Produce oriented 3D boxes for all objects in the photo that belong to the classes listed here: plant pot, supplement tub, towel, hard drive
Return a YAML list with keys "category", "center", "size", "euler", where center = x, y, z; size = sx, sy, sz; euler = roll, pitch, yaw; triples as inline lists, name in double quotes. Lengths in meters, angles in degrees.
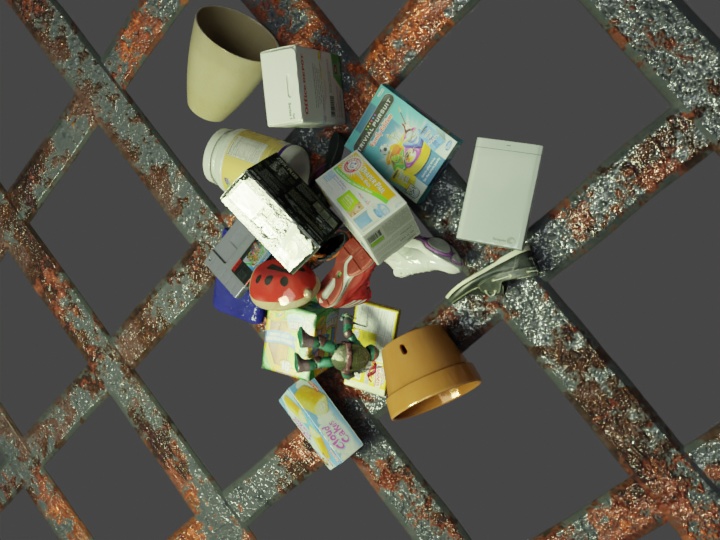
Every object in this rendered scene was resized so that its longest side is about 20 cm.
- category: "plant pot"
  center: [0.130, 0.201, 1.506]
  size: [0.199, 0.199, 0.141]
  euler: [-31, 70, 26]
- category: "supplement tub"
  center: [-0.225, -0.222, 1.605]
  size: [0.198, 0.145, 0.147]
  euler: [20, 107, 20]
- category: "towel"
  center: [-0.267, 0.011, 1.725]
  size: [0.147, 0.049, 0.202]
  euler: [19, 105, 24]
- category: "hard drive"
  center: [0.269, -0.149, 1.428]
  size: [0.131, 0.027, 0.202]
  euler: [12, 90, 22]
- category: "plant pot"
  center: [-0.299, -0.429, 1.597]
  size: [0.187, 0.187, 0.200]
  euler: [45, 128, 11]

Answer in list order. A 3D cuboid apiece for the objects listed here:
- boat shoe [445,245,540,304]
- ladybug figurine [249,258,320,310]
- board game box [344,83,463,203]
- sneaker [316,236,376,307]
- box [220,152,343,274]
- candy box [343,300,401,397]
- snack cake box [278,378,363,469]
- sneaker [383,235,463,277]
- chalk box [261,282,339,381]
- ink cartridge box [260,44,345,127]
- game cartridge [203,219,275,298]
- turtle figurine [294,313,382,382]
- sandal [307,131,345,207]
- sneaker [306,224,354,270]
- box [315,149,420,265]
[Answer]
- category: "boat shoe"
  center: [0.259, 0.024, 1.468]
  size: [0.199, 0.072, 0.068]
  euler: [-29, 83, 24]
- category: "ladybug figurine"
  center: [-0.165, 0.024, 1.561]
  size: [0.199, 0.136, 0.072]
  euler: [11, 131, 47]
- category: "board game box"
  center: [0.085, -0.258, 1.509]
  size: [0.200, 0.047, 0.152]
  euler: [39, 113, 13]
- category: "sneaker"
  center: [0.000, 0.000, 1.566]
  size: [0.200, 0.115, 0.079]
  euler: [-46, 61, 19]
- category: "box"
  center: [-0.149, -0.115, 1.438]
  size: [0.200, 0.164, 0.086]
  euler: [46, 115, -5]
- category: "candy box"
  center: [0.025, 0.170, 1.628]
  size: [0.101, 0.026, 0.202]
  euler: [14, 106, 19]
- category: "snack cake box"
  center: [-0.091, 0.340, 1.663]
  size: [0.201, 0.067, 0.115]
  euler: [52, 151, 8]
- category: "sneaker"
  center: [0.121, -0.025, 1.532]
  size: [0.199, 0.075, 0.101]
  euler: [22, 118, 27]
- category: "chalk box"
  center: [-0.129, 0.121, 1.636]
  size: [0.124, 0.124, 0.202]
  euler: [12, 105, 22]
- category: "ink cartridge box"
  center: [-0.112, -0.366, 1.495]
  size: [0.083, 0.200, 0.146]
  euler: [-2, 99, 24]
- category: "game cartridge"
  center: [-0.251, -0.051, 1.659]
  size: [0.130, 0.038, 0.200]
  euler: [45, 102, 25]
- category: "turtle figurine"
  center: [-0.035, 0.167, 1.549]
  size: [0.198, 0.101, 0.151]
  euler: [2, 99, -19]
- category: "sandal"
  center: [-0.082, -0.198, 1.582]
  size: [0.048, 0.075, 0.202]
  euler: [10, 100, -23]
- category: "sneaker"
  center: [-0.101, -0.046, 1.598]
  size: [0.199, 0.112, 0.078]
  euler: [-25, 89, 26]
- category: "box"
  center: [0.013, -0.129, 1.475]
  size: [0.112, 0.102, 0.200]
  euler: [-37, 52, -4]
